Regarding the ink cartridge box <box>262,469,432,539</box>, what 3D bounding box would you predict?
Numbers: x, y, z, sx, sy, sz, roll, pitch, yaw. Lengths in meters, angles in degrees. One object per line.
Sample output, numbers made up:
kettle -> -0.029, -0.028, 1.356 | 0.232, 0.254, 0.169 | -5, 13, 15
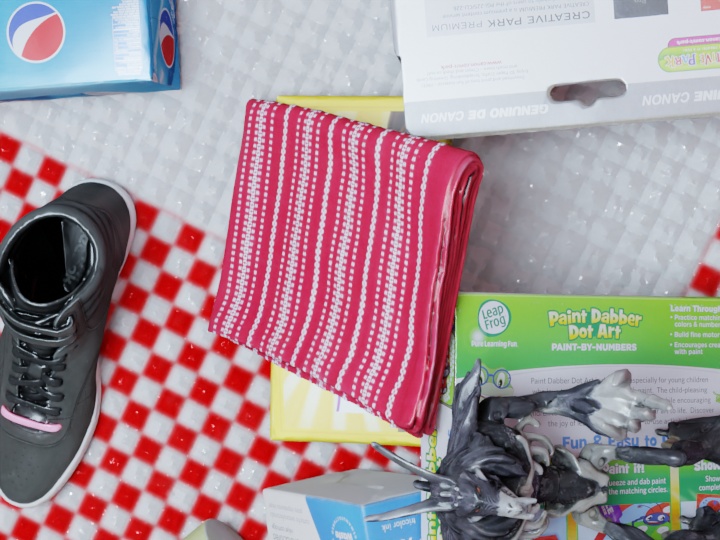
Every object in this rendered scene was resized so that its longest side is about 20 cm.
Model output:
ink cartridge box -> 0.012, 0.214, 0.779 | 0.067, 0.116, 0.200 | -8, 90, -31

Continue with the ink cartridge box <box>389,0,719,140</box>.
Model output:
ink cartridge box -> 0.116, -0.161, 0.776 | 0.200, 0.084, 0.176 | -3, 91, 7

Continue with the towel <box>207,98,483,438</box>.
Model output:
towel -> -0.016, -0.008, 0.757 | 0.200, 0.022, 0.145 | 21, 104, 50

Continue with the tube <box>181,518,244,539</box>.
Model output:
tube -> -0.145, 0.226, 0.842 | 0.200, 0.052, 0.058 | -43, 45, 10

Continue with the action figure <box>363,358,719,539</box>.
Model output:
action figure -> 0.107, 0.102, 0.665 | 0.200, 0.102, 0.119 | 3, 87, -27

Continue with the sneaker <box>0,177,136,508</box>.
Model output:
sneaker -> -0.184, 0.044, 0.812 | 0.071, 0.099, 0.200 | 16, 95, 4

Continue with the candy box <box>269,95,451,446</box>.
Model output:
candy box -> 0.000, 0.000, 0.825 | 0.102, 0.026, 0.200 | 1, 92, 11

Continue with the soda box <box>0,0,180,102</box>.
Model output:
soda box -> -0.208, -0.130, 0.824 | 0.200, 0.068, 0.064 | -2, 92, 7

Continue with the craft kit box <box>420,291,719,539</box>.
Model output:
craft kit box -> 0.127, 0.111, 0.749 | 0.200, 0.049, 0.198 | 2, 88, -24
